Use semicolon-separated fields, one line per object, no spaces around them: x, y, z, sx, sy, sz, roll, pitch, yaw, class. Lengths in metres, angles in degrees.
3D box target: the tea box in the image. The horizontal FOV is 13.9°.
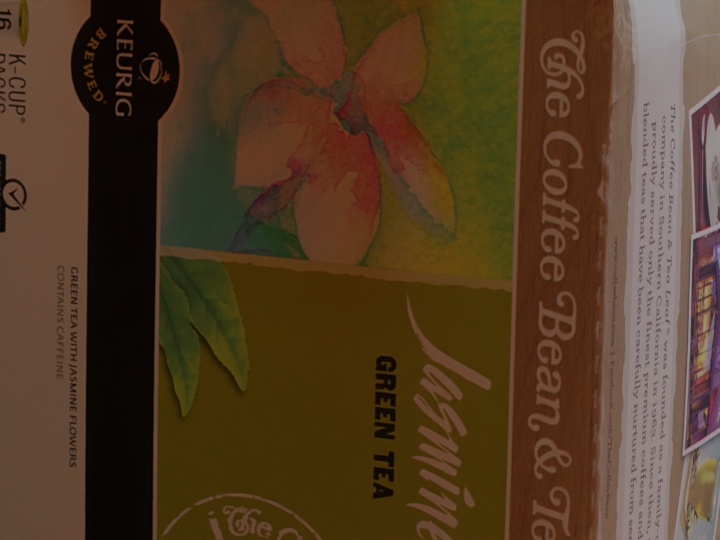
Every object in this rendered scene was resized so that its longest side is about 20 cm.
-0.001;0.010;0.809;0.196;0.201;0.134;5;10;24;tea box
